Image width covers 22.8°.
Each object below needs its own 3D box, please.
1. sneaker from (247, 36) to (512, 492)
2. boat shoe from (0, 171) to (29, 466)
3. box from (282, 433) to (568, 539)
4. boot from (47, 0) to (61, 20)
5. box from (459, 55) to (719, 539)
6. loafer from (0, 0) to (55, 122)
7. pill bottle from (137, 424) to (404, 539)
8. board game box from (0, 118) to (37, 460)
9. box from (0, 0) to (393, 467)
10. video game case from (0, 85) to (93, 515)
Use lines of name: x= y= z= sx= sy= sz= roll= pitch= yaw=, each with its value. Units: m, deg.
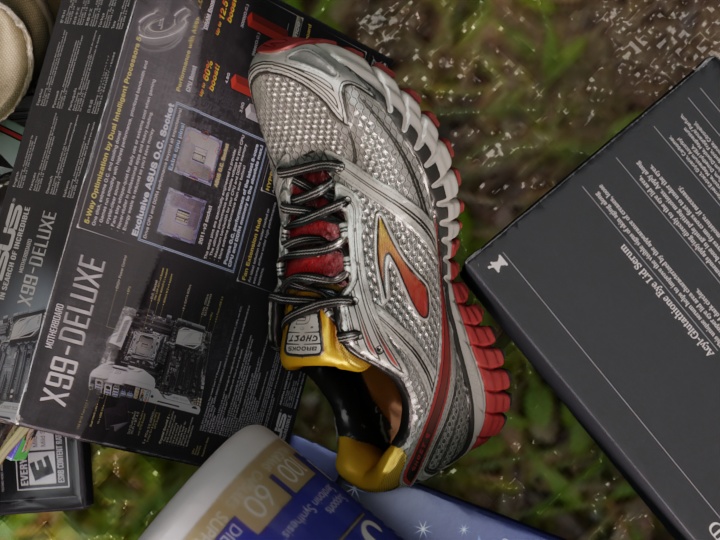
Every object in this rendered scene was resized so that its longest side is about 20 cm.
sneaker: x=0.000 y=0.000 z=0.731 sx=0.082 sy=0.078 sz=0.201 roll=-34 pitch=111 yaw=-38
boat shoe: x=-0.170 y=0.051 z=0.742 sx=0.073 sy=0.065 sz=0.201 roll=21 pitch=87 yaw=5
box: x=0.034 y=0.160 z=0.777 sx=0.199 sy=0.032 sz=0.122 roll=20 pitch=86 yaw=5
boot: x=-0.190 y=-0.137 z=0.782 sx=0.154 sy=0.072 sz=0.201 roll=-25 pitch=79 yaw=-24
box: x=0.159 y=0.032 z=0.779 sx=0.141 sy=0.079 sz=0.200 roll=-39 pitch=86 yaw=-4
loafer: x=-0.209 y=-0.051 z=0.736 sx=0.200 sy=0.068 sz=0.076 roll=-35 pitch=118 yaw=10
pill bottle: x=-0.002 y=0.167 z=0.702 sx=0.200 sy=0.120 sz=0.120 roll=38 pitch=88 yaw=6
board game box: x=-0.211 y=-0.019 z=0.796 sx=0.199 sy=0.029 sz=0.135 roll=25 pitch=87 yaw=3
box: x=-0.074 y=-0.021 z=0.753 sx=0.050 sy=0.157 sz=0.201 roll=11 pitch=85 yaw=41
video game case: x=-0.219 y=0.015 z=0.821 sx=0.179 sy=0.026 sz=0.201 roll=-4 pitch=86 yaw=1
